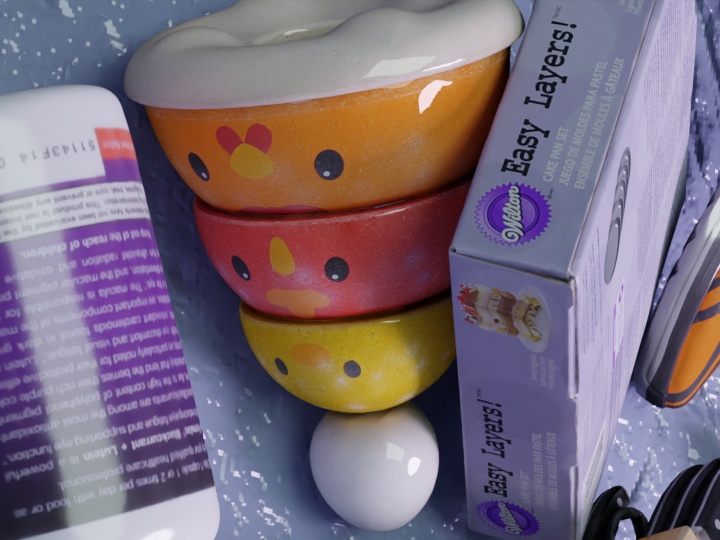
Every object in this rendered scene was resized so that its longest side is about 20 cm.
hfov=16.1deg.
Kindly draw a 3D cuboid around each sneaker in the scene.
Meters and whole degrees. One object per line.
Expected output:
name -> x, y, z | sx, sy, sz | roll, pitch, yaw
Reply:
sneaker -> 0.200, -0.013, 1.048 | 0.112, 0.078, 0.201 | 32, 93, 6

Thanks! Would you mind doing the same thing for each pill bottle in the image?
pill bottle -> -0.108, 0.050, 0.822 | 0.111, 0.111, 0.202 | -12, 86, -40

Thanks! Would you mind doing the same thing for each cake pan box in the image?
cake pan box -> 0.084, -0.017, 0.955 | 0.201, 0.052, 0.185 | 81, 26, -56

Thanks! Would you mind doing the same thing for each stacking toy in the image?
stacking toy -> 0.000, 0.000, 0.929 | 0.146, 0.146, 0.202 | -21, 108, -40

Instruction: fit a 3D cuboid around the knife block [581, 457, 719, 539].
knife block -> 0.110, 0.140, 0.941 | 0.175, 0.200, 0.064 | -35, 103, -8
